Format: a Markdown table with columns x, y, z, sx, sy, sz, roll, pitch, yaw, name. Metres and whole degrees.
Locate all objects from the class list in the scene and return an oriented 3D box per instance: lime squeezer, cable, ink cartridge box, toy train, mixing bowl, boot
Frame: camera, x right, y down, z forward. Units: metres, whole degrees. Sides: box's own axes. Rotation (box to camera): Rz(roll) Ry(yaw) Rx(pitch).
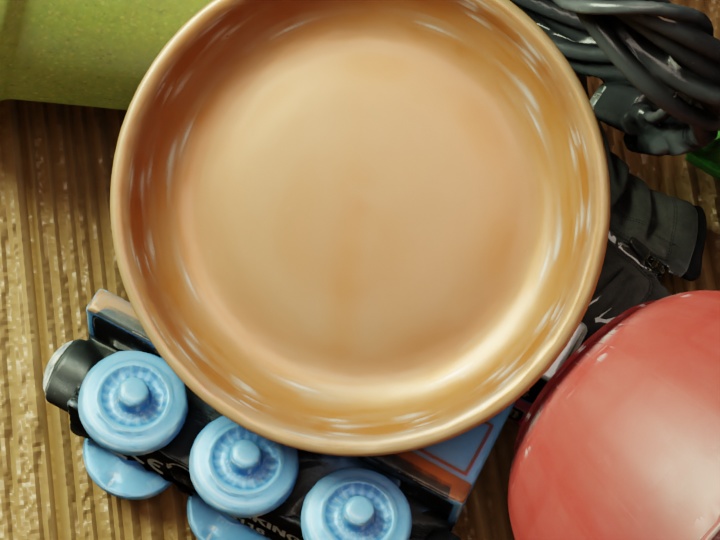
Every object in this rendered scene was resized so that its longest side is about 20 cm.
| x | y | z | sx | sy | sz | roll | pitch | yaw | name |
| --- | --- | --- | --- | --- | --- | --- | --- | --- | --- |
| 0.177 | -0.069 | 0.841 | 0.038 | 0.071 | 0.200 | 48 | 32 | -3 | lime squeezer |
| 0.090 | -0.113 | 0.723 | 0.051 | 0.200 | 0.163 | -41 | 96 | 3 | cable |
| 0.000 | 0.000 | 0.807 | 0.200 | 0.095 | 0.037 | 31 | 76 | 6 | ink cartridge box |
| -0.035 | 0.065 | 0.794 | 0.200 | 0.087 | 0.114 | 27 | 64 | 7 | toy train |
| 0.133 | 0.083 | 0.753 | 0.200 | 0.200 | 0.108 | -40 | 62 | -14 | mixing bowl |
| 0.104 | -0.055 | 0.853 | 0.132 | 0.070 | 0.200 | 30 | 62 | -11 | boot |

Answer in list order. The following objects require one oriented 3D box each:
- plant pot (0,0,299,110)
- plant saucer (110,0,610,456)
| x | y | z | sx | sy | sz | roll | pitch | yaw | name |
| --- | --- | --- | --- | --- | --- | --- | --- | --- | --- |
| -0.091 | -0.146 | 0.813 | 0.184 | 0.200 | 0.201 | 14 | 72 | -12 | plant pot |
| 0.000 | -0.026 | 0.739 | 0.200 | 0.037 | 0.200 | 0 | 91 | 6 | plant saucer |
